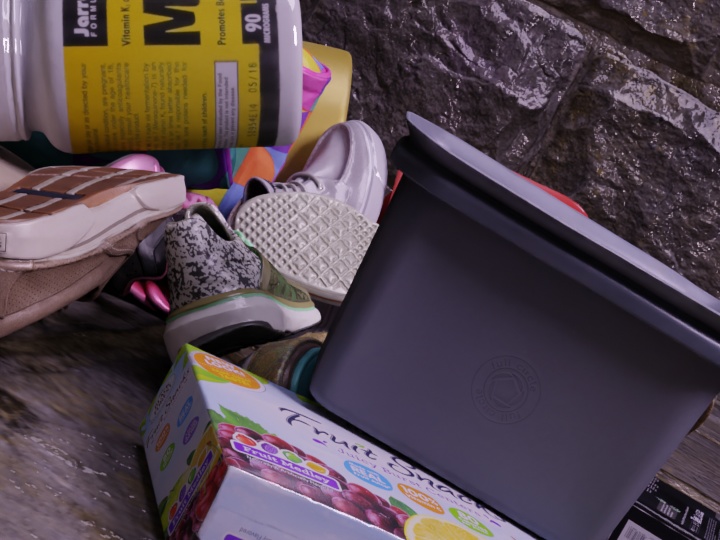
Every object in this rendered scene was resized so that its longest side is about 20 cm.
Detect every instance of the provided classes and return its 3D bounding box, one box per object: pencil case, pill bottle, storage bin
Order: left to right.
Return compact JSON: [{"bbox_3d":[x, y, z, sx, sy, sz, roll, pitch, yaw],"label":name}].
[{"bbox_3d":[-0.184,-0.100,0.950,0.197,0.093,0.086,0,47,-1],"label":"pencil case"},{"bbox_3d":[-0.138,-0.130,0.844,0.197,0.116,0.114,-3,14,-9],"label":"pill bottle"},{"bbox_3d":[-0.101,-0.086,1.039,0.088,0.201,0.089,30,15,-9],"label":"pencil case"},{"bbox_3d":[0.073,0.032,0.667,0.199,0.135,0.146,31,9,-3],"label":"storage bin"}]

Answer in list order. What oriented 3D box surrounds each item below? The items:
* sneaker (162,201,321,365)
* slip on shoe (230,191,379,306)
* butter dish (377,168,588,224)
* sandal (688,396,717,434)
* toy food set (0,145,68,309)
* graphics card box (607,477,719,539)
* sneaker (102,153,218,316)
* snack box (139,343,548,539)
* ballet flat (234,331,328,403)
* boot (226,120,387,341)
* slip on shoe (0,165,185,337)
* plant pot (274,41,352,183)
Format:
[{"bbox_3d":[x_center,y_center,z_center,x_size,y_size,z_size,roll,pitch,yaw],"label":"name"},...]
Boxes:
[{"bbox_3d":[-0.073,0.001,0.810,0.076,0.090,0.200,-16,-2,3],"label":"sneaker"},{"bbox_3d":[0.000,0.000,0.944,0.198,0.075,0.061,15,-26,-25],"label":"slip on shoe"},{"bbox_3d":[0.062,0.018,1.099,0.198,0.203,0.147,21,-14,-31],"label":"butter dish"},{"bbox_3d":[0.181,0.090,0.981,0.080,0.054,0.200,41,-30,-3],"label":"sandal"},{"bbox_3d":[-0.255,-0.054,0.809,0.199,0.061,0.144,35,5,-20],"label":"toy food set"},{"bbox_3d":[0.157,0.151,0.923,0.199,0.051,0.125,29,7,14],"label":"graphics card box"},{"bbox_3d":[-0.131,-0.006,0.914,0.096,0.078,0.200,65,7,13],"label":"sneaker"},{"bbox_3d":[0.007,0.114,0.606,0.198,0.053,0.142,27,6,-20],"label":"snack box"},{"bbox_3d":[-0.039,0.066,0.761,0.070,0.071,0.200,29,8,12],"label":"ballet flat"},{"bbox_3d":[-0.042,-0.047,0.996,0.073,0.202,0.095,-16,-41,35],"label":"boot"},{"bbox_3d":[-0.151,-0.015,0.725,0.075,0.061,0.200,6,14,12],"label":"slip on shoe"},{"bbox_3d":[-0.118,-0.107,1.170,0.186,0.203,0.201,12,10,-8],"label":"plant pot"}]
